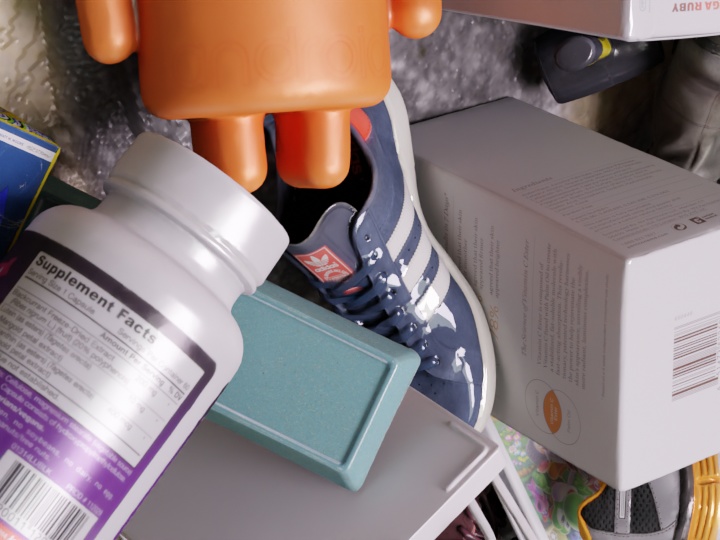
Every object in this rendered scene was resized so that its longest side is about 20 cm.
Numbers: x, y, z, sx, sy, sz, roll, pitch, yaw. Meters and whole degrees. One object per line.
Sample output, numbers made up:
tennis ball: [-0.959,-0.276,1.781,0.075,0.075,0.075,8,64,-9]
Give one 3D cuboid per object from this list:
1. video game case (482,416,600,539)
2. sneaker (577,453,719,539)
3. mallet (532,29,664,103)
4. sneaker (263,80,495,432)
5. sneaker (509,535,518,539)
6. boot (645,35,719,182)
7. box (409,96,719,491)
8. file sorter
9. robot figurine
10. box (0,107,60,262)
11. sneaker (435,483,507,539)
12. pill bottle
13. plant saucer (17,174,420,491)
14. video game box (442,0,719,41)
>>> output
video game case: [0.135,0.125,1.330,0.143,0.018,0.200,-22,86,-46]
sneaker: [0.145,0.065,1.305,0.077,0.200,0.078,-6,137,2]
mallet: [0.104,-0.105,1.210,0.041,0.066,0.200,67,18,-2]
sneaker: [0.000,0.000,1.186,0.084,0.075,0.200,-25,93,-57]
sneaker: [0.096,0.223,1.332,0.090,0.078,0.200,41,43,-24]
boot: [0.179,-0.065,1.279,0.068,0.200,0.131,19,95,2]
box: [0.101,0.006,1.227,0.097,0.200,0.125,-18,120,-32]
file sorter: [-0.023,0.126,1.189,0.139,0.200,0.125,-44,134,-14]
robot figurine: [-0.044,-0.135,1.093,0.117,0.143,0.201,-13,99,-66]
box: [-0.214,0.014,1.078,0.070,0.064,0.200,24,94,-42]
sneaker: [0.070,0.146,1.321,0.200,0.115,0.076,-47,130,-11]
pill bottle: [-0.121,0.043,1.053,0.200,0.111,0.111,-54,131,-12]
plant saucer: [-0.076,0.027,1.120,0.070,0.200,0.019,-64,169,0]
video game box: [0.131,-0.146,1.183,0.182,0.200,0.047,-5,104,-36]
